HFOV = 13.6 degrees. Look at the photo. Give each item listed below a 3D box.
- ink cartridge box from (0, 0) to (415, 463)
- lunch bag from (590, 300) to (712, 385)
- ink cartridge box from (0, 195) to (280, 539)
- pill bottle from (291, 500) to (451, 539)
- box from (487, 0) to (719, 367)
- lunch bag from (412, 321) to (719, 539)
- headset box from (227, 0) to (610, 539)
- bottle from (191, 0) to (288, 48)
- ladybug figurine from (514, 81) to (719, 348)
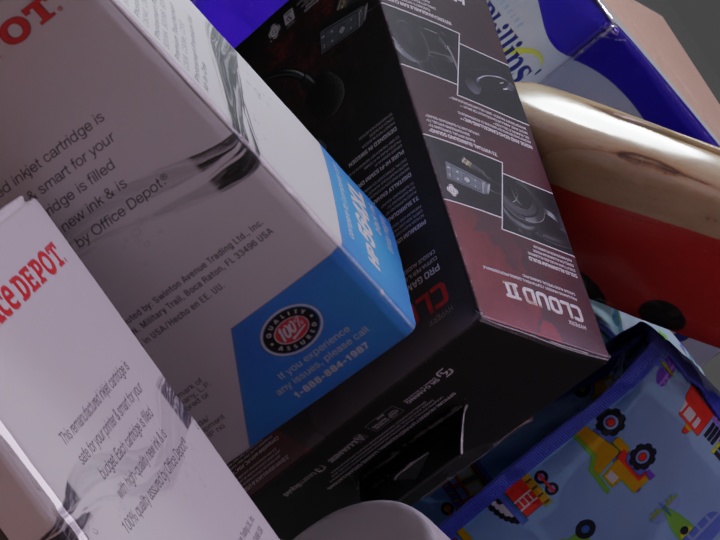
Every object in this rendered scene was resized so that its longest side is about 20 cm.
[{"bbox_3d":[-0.099,-0.024,1.032,0.200,0.146,0.084,48,16,-27],"label":"ink cartridge box"},{"bbox_3d":[0.067,0.072,1.326,0.200,0.160,0.083,44,21,-45],"label":"lunch bag"},{"bbox_3d":[-0.091,0.091,0.926,0.200,0.084,0.146,54,14,-5],"label":"ink cartridge box"},{"bbox_3d":[0.048,0.179,1.118,0.200,0.113,0.113,46,17,-33],"label":"pill bottle"},{"bbox_3d":[0.083,-0.018,1.473,0.184,0.200,0.105,46,7,-29],"label":"box"},{"bbox_3d":[0.095,0.120,1.223,0.151,0.200,0.094,48,16,-25],"label":"lunch bag"},{"bbox_3d":[0.000,0.000,1.155,0.077,0.149,0.201,19,44,-41],"label":"headset box"},{"bbox_3d":[-0.110,-0.151,1.318,0.200,0.084,0.065,32,3,40],"label":"bottle"},{"bbox_3d":[0.123,-0.017,1.202,0.199,0.072,0.136,22,7,17],"label":"ladybug figurine"}]
